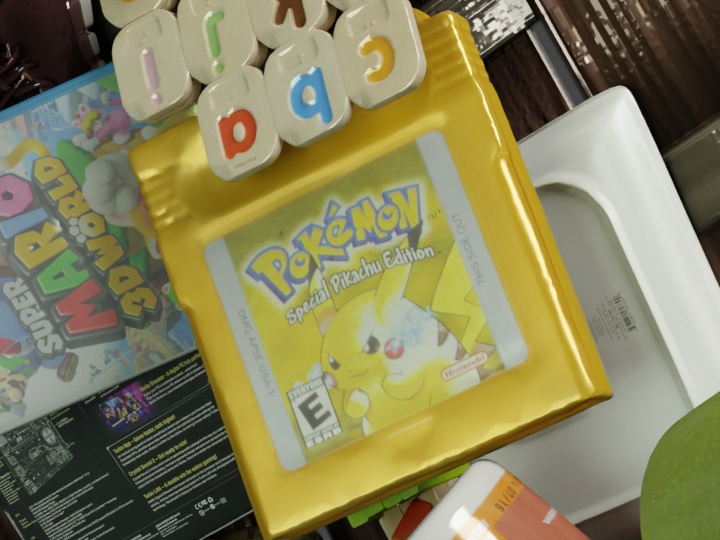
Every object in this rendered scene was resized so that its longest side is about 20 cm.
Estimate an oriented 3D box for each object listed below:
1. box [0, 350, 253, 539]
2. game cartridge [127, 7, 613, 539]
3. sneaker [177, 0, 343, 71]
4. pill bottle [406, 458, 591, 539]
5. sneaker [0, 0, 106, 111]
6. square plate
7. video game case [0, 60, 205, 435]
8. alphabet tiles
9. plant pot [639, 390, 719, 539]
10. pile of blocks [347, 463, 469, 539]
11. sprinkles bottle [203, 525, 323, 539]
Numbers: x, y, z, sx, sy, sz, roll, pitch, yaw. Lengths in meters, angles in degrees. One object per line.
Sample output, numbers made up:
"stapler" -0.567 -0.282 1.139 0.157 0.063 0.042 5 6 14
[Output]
"box" -0.113 0.062 1.411 0.200 0.044 0.160 -32 93 29
"game cartridge" 0.000 0.000 1.259 0.176 0.032 0.200 -26 77 19
"sneaker" -0.024 -0.173 1.310 0.199 0.076 0.114 -36 85 41
"pill bottle" 0.095 0.185 1.222 0.200 0.112 0.112 39 121 4
"sneaker" -0.179 -0.087 1.415 0.076 0.115 0.200 -23 86 36
"square plate" 0.085 0.043 1.307 0.198 0.028 0.200 -28 83 37
"video game case" -0.149 -0.009 1.336 0.200 0.018 0.143 -24 95 4
"alphabet tiles" -0.037 -0.148 1.266 0.200 0.015 0.196 -26 66 28
"plant pot" 0.219 0.089 1.139 0.190 0.200 0.200 -27 84 48
"pile of blocks" 0.014 0.064 1.307 0.082 0.062 0.200 -3 97 36
"sprinkles bottle" -0.043 0.233 1.415 0.068 0.068 0.200 0 100 36
